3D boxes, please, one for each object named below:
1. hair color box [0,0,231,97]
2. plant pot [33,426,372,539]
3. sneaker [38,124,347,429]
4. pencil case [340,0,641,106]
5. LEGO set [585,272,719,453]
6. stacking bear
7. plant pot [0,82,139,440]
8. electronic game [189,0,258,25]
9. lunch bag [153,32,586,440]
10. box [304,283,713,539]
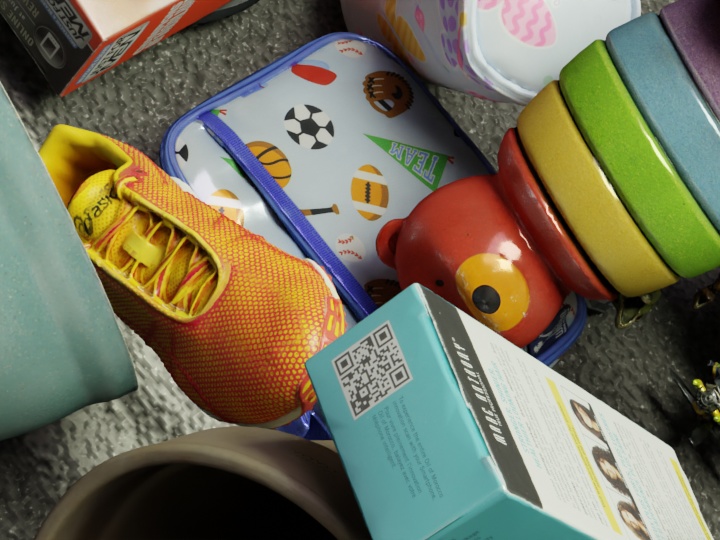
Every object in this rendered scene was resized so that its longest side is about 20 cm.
[{"bbox_3d":[-0.087,-0.177,0.950,0.200,0.064,0.111,-36,90,-35],"label":"hair color box"},{"bbox_3d":[-0.003,0.141,0.774,0.201,0.200,0.173,55,35,11],"label":"plant pot"},{"bbox_3d":[-0.075,0.003,0.794,0.077,0.200,0.073,30,90,-40],"label":"sneaker"},{"bbox_3d":[0.057,-0.125,0.960,0.090,0.200,0.084,-25,106,-11],"label":"pencil case"},{"bbox_3d":[0.139,0.008,0.961,0.201,0.116,0.154,59,15,7],"label":"LEGO set"},{"bbox_3d":[0.104,-0.035,0.844,0.122,0.199,0.114,54,14,-19],"label":"stacking bear"},{"bbox_3d":[-0.188,-0.013,0.767,0.134,0.200,0.201,-28,75,-11],"label":"plant pot"},{"bbox_3d":[-0.118,-0.205,1.011,0.199,0.042,0.201,14,55,-21],"label":"electronic game"},{"bbox_3d":[0.000,0.000,0.927,0.160,0.076,0.200,-32,79,-38],"label":"lunch bag"},{"bbox_3d":[0.065,0.080,0.715,0.200,0.049,0.083,32,29,-51],"label":"box"}]
